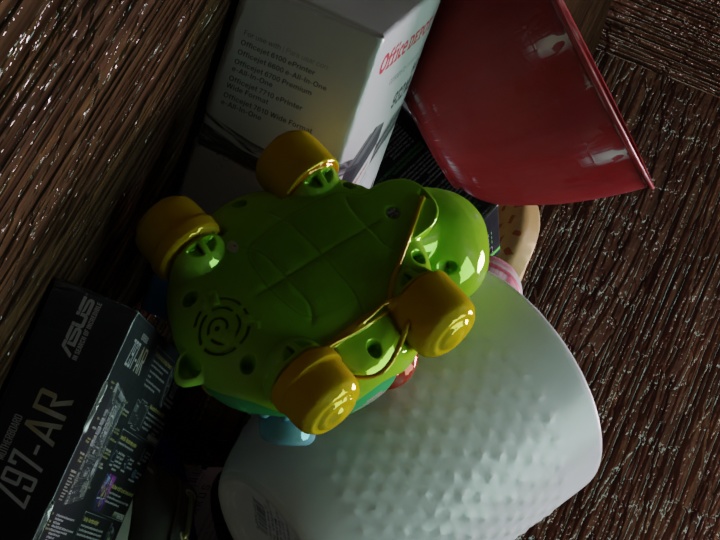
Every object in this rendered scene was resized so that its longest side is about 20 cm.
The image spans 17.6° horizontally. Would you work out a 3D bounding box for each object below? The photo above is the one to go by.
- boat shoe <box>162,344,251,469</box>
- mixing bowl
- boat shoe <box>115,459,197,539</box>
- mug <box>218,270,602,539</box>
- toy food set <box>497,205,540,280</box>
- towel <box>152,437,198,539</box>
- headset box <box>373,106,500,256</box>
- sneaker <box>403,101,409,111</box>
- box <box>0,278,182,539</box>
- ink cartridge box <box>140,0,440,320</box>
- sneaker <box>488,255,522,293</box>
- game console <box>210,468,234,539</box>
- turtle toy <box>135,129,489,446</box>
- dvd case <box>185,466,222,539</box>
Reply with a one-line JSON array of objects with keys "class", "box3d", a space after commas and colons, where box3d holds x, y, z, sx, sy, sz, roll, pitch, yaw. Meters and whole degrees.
[{"class": "boat shoe", "box3d": [-0.091, 0.099, 1.479, 0.200, 0.068, 0.072, 66, 46, -82]}, {"class": "mixing bowl", "box3d": [0.083, -0.115, 1.384, 0.108, 0.201, 0.200, -26, 177, 7]}, {"class": "boat shoe", "box3d": [-0.129, 0.193, 1.266, 0.072, 0.060, 0.202, -38, -144, 47]}, {"class": "mug", "box3d": [0.015, 0.117, 1.277, 0.175, 0.148, 0.200, -33, 154, -26]}, {"class": "toy food set", "box3d": [0.059, -0.005, 1.865, 0.198, 0.049, 0.200, -48, -144, 14]}, {"class": "towel", "box3d": [-0.147, 0.212, 1.371, 0.200, 0.049, 0.148, -60, 157, -45]}, {"class": "headset box", "box3d": [0.000, 0.000, 1.531, 0.174, 0.093, 0.200, -43, 172, -4]}, {"class": "sneaker", "box3d": [0.006, -0.160, 1.459, 0.091, 0.077, 0.201, -35, 147, -47]}, {"class": "box", "box3d": [-0.146, 0.099, 1.152, 0.200, 0.043, 0.161, 69, 44, -80]}, {"class": "ink cartridge box", "box3d": [-0.035, -0.072, 1.286, 0.145, 0.083, 0.201, -49, 161, -65]}, {"class": "sneaker", "box3d": [0.051, 0.096, 1.443, 0.105, 0.075, 0.201, -74, 179, -69]}, {"class": "game console", "box3d": [-0.063, 0.172, 1.395, 0.200, 0.116, 0.177, -36, 118, -59]}, {"class": "turtle toy", "box3d": [-0.014, 0.011, 1.172, 0.200, 0.146, 0.101, -31, 154, -27]}, {"class": "dvd case", "box3d": [-0.061, 0.195, 1.574, 0.025, 0.199, 0.151, 54, 52, -40]}]
